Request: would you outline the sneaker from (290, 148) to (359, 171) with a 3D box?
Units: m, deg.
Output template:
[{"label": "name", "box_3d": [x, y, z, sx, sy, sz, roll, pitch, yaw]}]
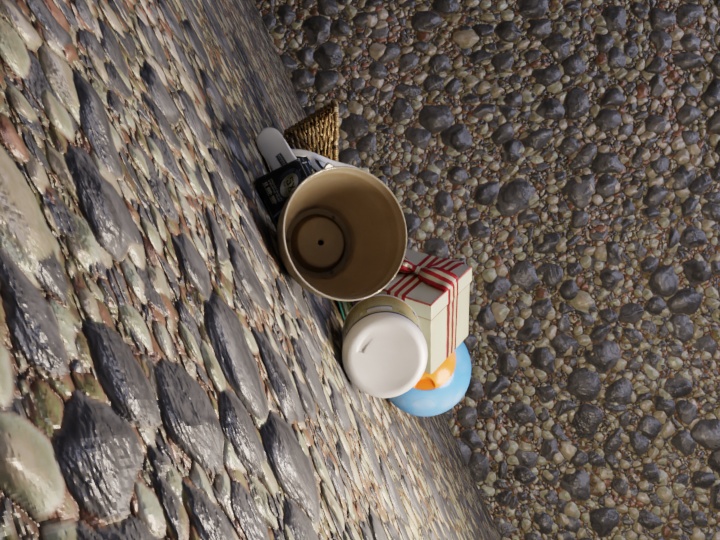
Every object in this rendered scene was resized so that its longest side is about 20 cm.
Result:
[{"label": "sneaker", "box_3d": [-0.091, -0.173, 1.707, 0.073, 0.198, 0.113, 148, -50, -62]}]

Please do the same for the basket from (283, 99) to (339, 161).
[{"label": "basket", "box_3d": [-0.083, -0.292, 1.931, 0.143, 0.148, 0.200, 59, 4, -14]}]

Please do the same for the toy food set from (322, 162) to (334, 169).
[{"label": "toy food set", "box_3d": [0.005, -0.121, 1.627, 0.143, 0.060, 0.201, 35, 19, -36]}]

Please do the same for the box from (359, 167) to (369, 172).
[{"label": "box", "box_3d": [-0.033, -0.195, 2.003, 0.200, 0.068, 0.083, 177, -92, -75]}]

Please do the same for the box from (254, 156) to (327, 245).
[{"label": "box", "box_3d": [-0.101, -0.107, 1.469, 0.200, 0.086, 0.165, -85, 150, -82]}]

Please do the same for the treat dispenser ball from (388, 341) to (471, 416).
[{"label": "treat dispenser ball", "box_3d": [0.135, 0.207, 1.782, 0.202, 0.200, 0.201, 64, 4, -8]}]

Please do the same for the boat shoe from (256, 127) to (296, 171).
[{"label": "boat shoe", "box_3d": [-0.137, -0.183, 1.629, 0.201, 0.071, 0.068, 58, 4, 13]}]

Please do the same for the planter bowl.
[{"label": "planter bowl", "box_3d": [-0.046, -0.049, 1.299, 0.201, 0.199, 0.135, 64, -23, -6]}]

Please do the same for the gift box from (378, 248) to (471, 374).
[{"label": "gift box", "box_3d": [0.112, 0.058, 1.656, 0.200, 0.183, 0.188, -45, 140, -47]}]

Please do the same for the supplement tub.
[{"label": "supplement tub", "box_3d": [0.039, 0.123, 1.458, 0.145, 0.144, 0.200, 63, 4, -11]}]

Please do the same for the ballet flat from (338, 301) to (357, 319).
[{"label": "ballet flat", "box_3d": [-0.037, 0.004, 1.719, 0.069, 0.071, 0.201, 74, -7, -70]}]
